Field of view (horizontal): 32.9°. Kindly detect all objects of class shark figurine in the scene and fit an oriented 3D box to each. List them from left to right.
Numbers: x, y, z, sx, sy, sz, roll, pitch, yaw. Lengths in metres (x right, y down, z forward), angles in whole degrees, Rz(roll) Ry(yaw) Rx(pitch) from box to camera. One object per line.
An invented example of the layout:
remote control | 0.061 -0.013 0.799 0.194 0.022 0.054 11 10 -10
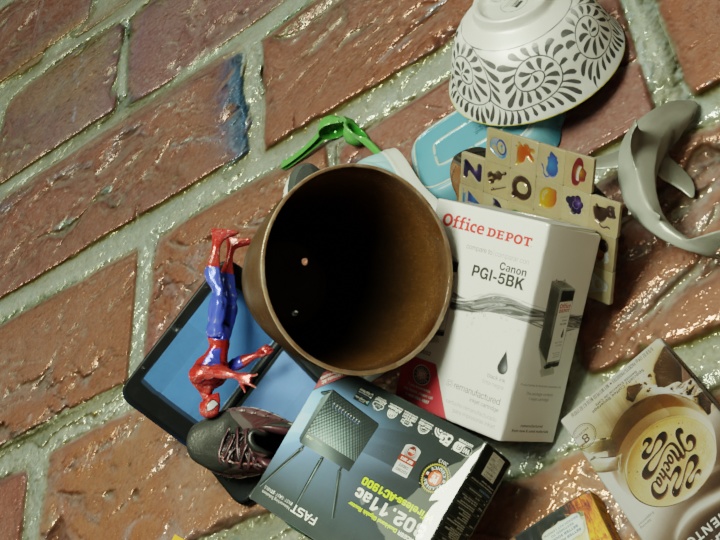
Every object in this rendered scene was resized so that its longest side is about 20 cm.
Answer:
shark figurine | 0.270 -0.092 1.125 0.127 0.090 0.216 -9 47 7

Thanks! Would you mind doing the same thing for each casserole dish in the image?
casserole dish | 0.131 -0.141 1.344 0.199 0.039 0.122 -29 47 23

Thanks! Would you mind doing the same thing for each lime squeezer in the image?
lime squeezer | -0.024 -0.156 1.491 0.199 0.038 0.071 9 69 43

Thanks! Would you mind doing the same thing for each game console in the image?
game console | -0.137 0.122 1.341 0.201 0.118 0.171 -52 42 0

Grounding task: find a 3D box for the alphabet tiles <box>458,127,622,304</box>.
alphabet tiles | 0.168 -0.044 1.179 0.199 0.006 0.168 25 122 44

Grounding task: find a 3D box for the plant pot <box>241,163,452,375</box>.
plant pot | -0.039 0.007 1.166 0.200 0.186 0.188 -13 51 66

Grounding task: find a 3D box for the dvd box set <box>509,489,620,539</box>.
dvd box set | 0.173 0.303 1.008 0.146 0.029 0.201 -36 44 17

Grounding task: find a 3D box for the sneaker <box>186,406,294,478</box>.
sneaker | -0.110 0.174 1.247 0.198 0.115 0.076 0 77 23

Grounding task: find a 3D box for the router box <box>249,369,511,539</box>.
router box | 0.015 0.191 1.104 0.199 0.062 0.151 23 78 38

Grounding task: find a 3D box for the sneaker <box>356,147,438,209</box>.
sneaker | 0.039 -0.054 1.318 0.081 0.074 0.200 -20 40 -11

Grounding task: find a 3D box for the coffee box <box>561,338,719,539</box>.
coffee box | 0.266 0.168 0.981 0.113 0.080 0.200 -42 43 10

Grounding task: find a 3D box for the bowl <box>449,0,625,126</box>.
bowl | 0.175 -0.256 1.301 0.199 0.095 0.202 -16 42 14

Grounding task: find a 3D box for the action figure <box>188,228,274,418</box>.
action figure | -0.129 0.061 1.306 0.098 0.065 0.202 6 80 24

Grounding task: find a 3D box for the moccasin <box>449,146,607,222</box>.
moccasin | 0.171 -0.063 1.224 0.200 0.078 0.073 19 37 37

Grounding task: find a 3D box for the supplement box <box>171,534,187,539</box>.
supplement box | -0.071 0.352 1.064 0.196 0.200 0.134 13 71 45

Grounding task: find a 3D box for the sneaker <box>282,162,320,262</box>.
sneaker | -0.028 -0.055 1.386 0.085 0.074 0.201 -55 43 39

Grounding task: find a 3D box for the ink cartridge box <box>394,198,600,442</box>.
ink cartridge box | 0.125 0.044 1.140 0.146 0.082 0.202 16 96 47

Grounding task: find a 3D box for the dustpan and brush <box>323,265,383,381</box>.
dustpan and brush | 0.000 0.000 1.277 0.139 0.057 0.201 -34 75 19

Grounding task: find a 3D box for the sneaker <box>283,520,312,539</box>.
sneaker | 0.019 0.212 1.181 0.199 0.078 0.141 12 69 35
